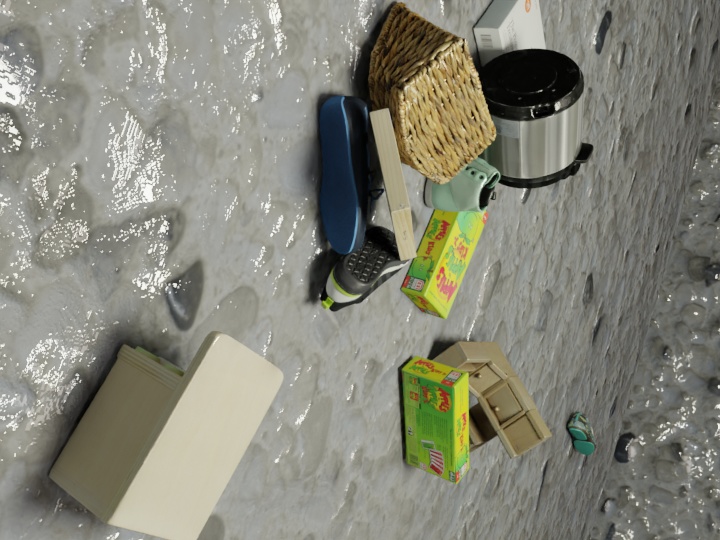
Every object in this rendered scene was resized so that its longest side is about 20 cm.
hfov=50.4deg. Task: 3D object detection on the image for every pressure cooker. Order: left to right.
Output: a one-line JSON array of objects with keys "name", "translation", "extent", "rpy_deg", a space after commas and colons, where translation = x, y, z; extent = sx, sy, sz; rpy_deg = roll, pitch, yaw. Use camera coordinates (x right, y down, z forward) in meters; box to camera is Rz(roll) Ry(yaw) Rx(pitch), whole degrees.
[{"name": "pressure cooker", "translation": [0.268, -0.230, 1.235], "extent": [0.177, 0.177, 0.201], "rpy_deg": [-21, 135, -6]}]

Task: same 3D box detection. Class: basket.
[{"name": "basket", "translation": [0.075, -0.234, 1.058], "extent": [0.143, 0.149, 0.200], "rpy_deg": [-41, 141, -6]}]

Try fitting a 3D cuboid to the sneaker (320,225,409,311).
[{"name": "sneaker", "translation": [0.000, 0.000, 1.075], "extent": [0.083, 0.072, 0.200], "rpy_deg": [-50, 170, 33]}]

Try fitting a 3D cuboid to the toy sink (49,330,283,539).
[{"name": "toy sink", "translation": [-0.194, 0.154, 0.783], "extent": [0.201, 0.111, 0.130], "rpy_deg": [-62, 145, -12]}]

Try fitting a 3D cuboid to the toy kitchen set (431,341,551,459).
[{"name": "toy kitchen set", "translation": [0.203, 0.257, 1.388], "extent": [0.163, 0.201, 0.180], "rpy_deg": [-39, 155, 23]}]

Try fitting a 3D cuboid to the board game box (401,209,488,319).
[{"name": "board game box", "translation": [0.143, -0.033, 1.273], "extent": [0.102, 0.047, 0.201], "rpy_deg": [44, 66, -54]}]

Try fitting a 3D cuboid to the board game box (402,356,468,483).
[{"name": "board game box", "translation": [0.129, 0.254, 1.301], "extent": [0.048, 0.101, 0.202], "rpy_deg": [-35, 130, -45]}]

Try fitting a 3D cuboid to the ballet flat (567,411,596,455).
[{"name": "ballet flat", "translation": [0.644, 0.466, 2.207], "extent": [0.075, 0.074, 0.200], "rpy_deg": [-60, 146, -22]}]

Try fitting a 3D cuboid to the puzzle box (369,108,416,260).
[{"name": "puzzle box", "translation": [0.044, -0.105, 0.995], "extent": [0.200, 0.025, 0.134], "rpy_deg": [68, 9, -74]}]

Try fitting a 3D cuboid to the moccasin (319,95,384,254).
[{"name": "moccasin", "translation": [-0.005, -0.121, 0.983], "extent": [0.068, 0.080, 0.202], "rpy_deg": [-19, 119, -44]}]

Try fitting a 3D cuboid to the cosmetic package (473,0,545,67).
[{"name": "cosmetic package", "translation": [0.266, -0.375, 1.322], "extent": [0.151, 0.051, 0.201], "rpy_deg": [-58, 143, -29]}]

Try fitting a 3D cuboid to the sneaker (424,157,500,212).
[{"name": "sneaker", "translation": [0.172, -0.189, 1.191], "extent": [0.073, 0.117, 0.203], "rpy_deg": [-10, 109, -53]}]
